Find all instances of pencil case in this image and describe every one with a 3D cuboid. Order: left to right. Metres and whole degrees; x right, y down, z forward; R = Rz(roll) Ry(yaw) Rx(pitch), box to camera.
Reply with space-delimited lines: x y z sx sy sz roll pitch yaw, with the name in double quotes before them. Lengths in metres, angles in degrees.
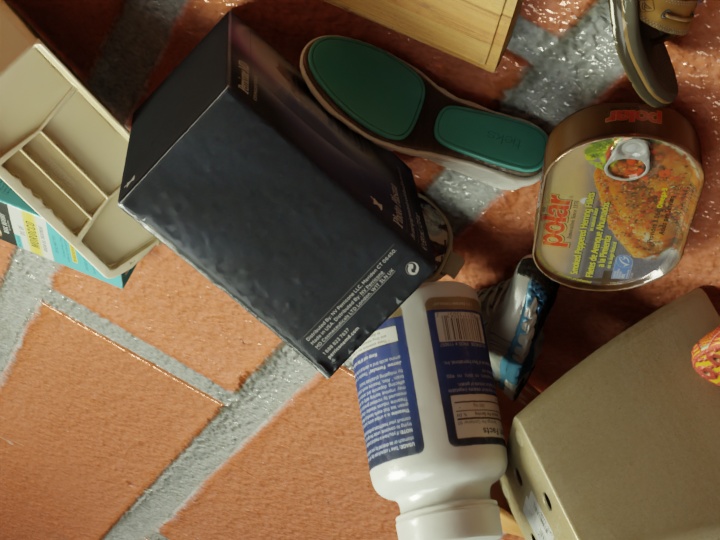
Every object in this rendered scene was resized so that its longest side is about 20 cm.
"pencil case" 0.000 0.000 1.423 0.090 0.078 0.200 48 147 -10

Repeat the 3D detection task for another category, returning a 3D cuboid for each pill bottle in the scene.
"pill bottle" 0.056 0.118 1.331 0.110 0.202 0.111 -9 165 -2

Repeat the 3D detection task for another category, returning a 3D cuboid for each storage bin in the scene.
"storage bin" -0.249 -0.114 1.330 0.199 0.094 0.200 48 177 -34

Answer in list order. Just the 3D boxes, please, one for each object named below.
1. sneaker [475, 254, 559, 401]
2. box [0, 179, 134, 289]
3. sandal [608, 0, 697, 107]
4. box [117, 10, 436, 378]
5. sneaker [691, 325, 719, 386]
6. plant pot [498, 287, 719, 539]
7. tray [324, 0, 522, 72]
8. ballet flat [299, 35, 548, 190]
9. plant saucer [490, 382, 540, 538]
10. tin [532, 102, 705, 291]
"sneaker" 0.112 0.041 1.410 0.086 0.075 0.200 27 152 11
"box" -0.310 -0.056 1.617 0.199 0.049 0.082 21 151 9
"sandal" 0.174 -0.178 1.009 0.054 0.082 0.201 -9 133 15
"box" -0.060 -0.061 1.216 0.198 0.200 0.123 39 105 -19
"sneaker" 0.319 0.029 1.198 0.073 0.077 0.200 36 137 -19
"plant pot" 0.219 0.168 1.323 0.200 0.176 0.201 95 153 -60
"tray" 0.012 -0.208 1.114 0.199 0.037 0.099 24 151 6
"ballet flat" 0.044 -0.107 1.232 0.199 0.070 0.070 23 152 -1
"plant saucer" 0.119 0.157 1.466 0.199 0.201 0.037 33 121 -13
"tin" 0.181 -0.050 1.199 0.111 0.042 0.200 -1 149 -1
